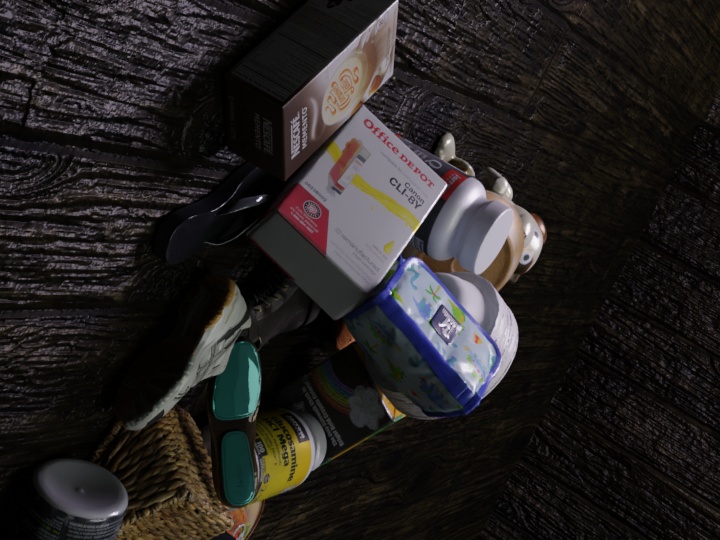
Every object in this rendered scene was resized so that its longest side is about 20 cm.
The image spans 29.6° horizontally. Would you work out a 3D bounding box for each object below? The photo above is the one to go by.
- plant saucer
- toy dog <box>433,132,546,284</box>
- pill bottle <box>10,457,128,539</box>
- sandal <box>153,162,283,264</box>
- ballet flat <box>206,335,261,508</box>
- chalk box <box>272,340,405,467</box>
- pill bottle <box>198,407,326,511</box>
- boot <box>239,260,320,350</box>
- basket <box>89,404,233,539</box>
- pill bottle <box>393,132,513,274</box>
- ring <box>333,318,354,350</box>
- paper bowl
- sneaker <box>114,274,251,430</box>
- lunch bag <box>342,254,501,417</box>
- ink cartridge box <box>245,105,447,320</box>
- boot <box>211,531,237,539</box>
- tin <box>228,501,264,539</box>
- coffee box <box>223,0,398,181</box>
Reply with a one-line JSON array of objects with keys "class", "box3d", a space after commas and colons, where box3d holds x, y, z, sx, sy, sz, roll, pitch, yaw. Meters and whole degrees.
[{"class": "plant saucer", "box3d": [0.135, -0.016, 1.858, 0.198, 0.036, 0.202, -9, 126, -12]}, {"class": "toy dog", "box3d": [0.167, -0.065, 1.960, 0.140, 0.199, 0.195, -48, 157, -27]}, {"class": "pill bottle", "box3d": [-0.325, 0.309, 1.447, 0.106, 0.106, 0.201, -18, 136, -61]}, {"class": "sandal", "box3d": [-0.142, -0.056, 1.463, 0.200, 0.043, 0.077, -39, 152, -44]}, {"class": "ballet flat", "box3d": [-0.152, 0.176, 1.598, 0.067, 0.072, 0.202, -4, 94, -22]}, {"class": "chalk box", "box3d": [-0.027, 0.186, 1.908, 0.199, 0.126, 0.124, -33, 174, 30]}, {"class": "pill bottle", "box3d": [-0.131, 0.241, 1.783, 0.199, 0.112, 0.113, -8, 126, -59]}, {"class": "boot", "box3d": [-0.117, 0.034, 1.624, 0.174, 0.069, 0.201, -32, 141, -38]}, {"class": "basket", "box3d": [-0.254, 0.244, 1.591, 0.142, 0.150, 0.200, -25, 157, 1]}, {"class": "pill bottle", "box3d": [0.089, -0.085, 1.745, 0.116, 0.199, 0.116, -48, 157, -28]}, {"class": "ring", "box3d": [0.017, 0.028, 1.996, 0.201, 0.019, 0.201, -49, 158, -28]}, {"class": "paper bowl", "box3d": [0.096, 0.084, 1.768, 0.201, 0.200, 0.105, -53, 128, -18]}, {"class": "sneaker", "box3d": [-0.187, 0.105, 1.510, 0.201, 0.075, 0.088, -52, 143, -16]}, {"class": "lunch bag", "box3d": [0.067, 0.078, 1.573, 0.127, 0.170, 0.200, -42, -174, 3]}, {"class": "ink cartridge box", "box3d": [-0.012, -0.069, 1.556, 0.083, 0.145, 0.200, -37, -167, 53]}, {"class": "boot", "box3d": [-0.223, 0.375, 1.709, 0.203, 0.153, 0.074, -35, 149, -49]}, {"class": "tin", "box3d": [-0.178, 0.327, 1.922, 0.112, 0.042, 0.201, -37, 150, -39]}, {"class": "coffee box", "box3d": [-0.050, -0.204, 1.423, 0.200, 0.079, 0.115, -47, 157, -30]}]
